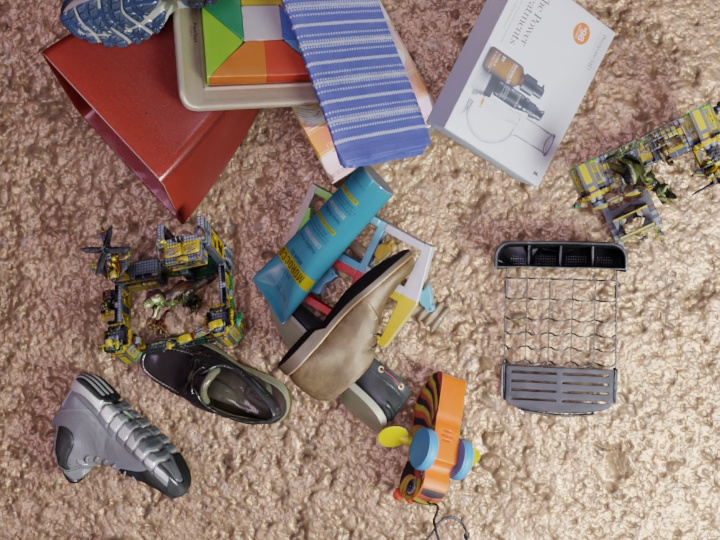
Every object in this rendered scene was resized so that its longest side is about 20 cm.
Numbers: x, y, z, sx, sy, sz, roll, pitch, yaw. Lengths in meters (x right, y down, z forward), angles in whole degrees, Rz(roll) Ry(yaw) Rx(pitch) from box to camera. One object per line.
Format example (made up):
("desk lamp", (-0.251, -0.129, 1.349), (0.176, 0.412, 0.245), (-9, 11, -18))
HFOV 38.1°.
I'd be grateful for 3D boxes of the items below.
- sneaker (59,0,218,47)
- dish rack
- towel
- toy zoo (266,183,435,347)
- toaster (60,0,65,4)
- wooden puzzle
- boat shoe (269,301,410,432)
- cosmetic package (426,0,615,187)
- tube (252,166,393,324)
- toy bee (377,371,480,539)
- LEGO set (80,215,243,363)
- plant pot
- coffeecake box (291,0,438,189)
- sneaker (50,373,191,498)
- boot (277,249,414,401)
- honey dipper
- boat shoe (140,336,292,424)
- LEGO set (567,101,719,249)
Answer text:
("sneaker", (-0.227, -0.307, 1.111), (0.197, 0.077, 0.086), (-20, 60, 0))
("dish rack", (0.231, 0.069, 1.213), (0.150, 0.054, 0.205), (1, 90, 13))
("towel", (-0.004, -0.214, 1.149), (0.024, 0.143, 0.203), (-25, 84, 47))
("toy zoo", (0.000, 0.000, 1.233), (0.198, 0.020, 0.133), (29, 98, 14))
("toaster", (-0.273, -0.372, 1.214), (0.180, 0.200, 0.119), (-38, 81, 4))
("wooden puzzle", (-0.107, -0.268, 1.149), (0.196, 0.037, 0.189), (-2, 71, -14))
("boat shoe", (-0.027, 0.101, 1.245), (0.201, 0.074, 0.063), (42, 65, 13))
("cosmetic package", (0.185, -0.221, 1.196), (0.149, 0.052, 0.203), (26, 92, -30))
("tube", (-0.045, -0.035, 1.213), (0.200, 0.050, 0.078), (-48, 52, 15))
("toy bee", (0.071, 0.224, 1.208), (0.130, 0.108, 0.202), (38, 52, -12))
("LEGO set", (-0.234, 0.020, 1.215), (0.196, 0.116, 0.157), (-3, 66, 13))
("plant pot", (-0.220, -0.205, 1.217), (0.176, 0.200, 0.200), (-43, 85, -10))
("coffeecake box", (-0.012, -0.224, 1.242), (0.152, 0.073, 0.202), (-29, 85, 5))
("sneaker", (-0.302, 0.231, 1.274), (0.200, 0.075, 0.116), (42, 99, 16))
("boot", (0.000, 0.062, 1.186), (0.075, 0.074, 0.200), (44, 88, -6))
("honey dipper", (0.021, -0.003, 1.254), (0.199, 0.038, 0.038), (39, 93, 8))
("boat shoe", (-0.179, 0.132, 1.258), (0.196, 0.065, 0.075), (17, 93, 8))
("LEGO set", (0.335, -0.093, 1.164), (0.197, 0.154, 0.118), (-25, 87, 9))
